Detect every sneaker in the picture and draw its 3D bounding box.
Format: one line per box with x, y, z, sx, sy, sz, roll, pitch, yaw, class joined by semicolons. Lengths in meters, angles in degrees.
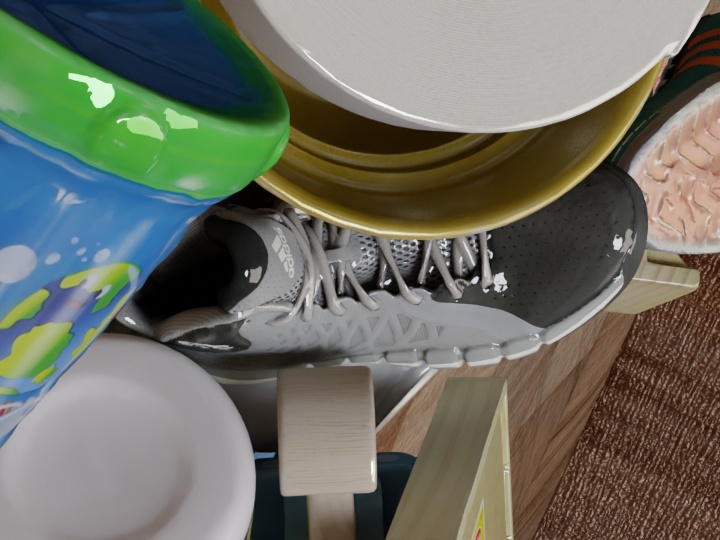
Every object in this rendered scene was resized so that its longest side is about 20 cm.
0.000;0.000;0.725;0.115;0.199;0.076;20;56;-68;sneaker
0.152;-0.063;0.828;0.199;0.080;0.072;-29;115;-36;sneaker

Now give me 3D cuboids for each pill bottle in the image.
-0.101;0.118;0.783;0.113;0.112;0.200;-55;169;-29;pill bottle

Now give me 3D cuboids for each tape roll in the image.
0.036;-0.144;0.648;0.204;0.202;0.037;-61;-158;-7;tape roll

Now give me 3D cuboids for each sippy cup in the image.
-0.106;-0.021;0.487;0.177;0.140;0.131;24;109;-34;sippy cup

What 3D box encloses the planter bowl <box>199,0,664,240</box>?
0.007;-0.111;0.709;0.201;0.200;0.083;-61;-162;-10;planter bowl

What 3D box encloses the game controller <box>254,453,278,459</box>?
-0.073;0.111;1.046;0.200;0.042;0.105;-40;154;-59;game controller

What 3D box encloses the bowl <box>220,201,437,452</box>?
-0.001;0.017;0.905;0.201;0.090;0.201;-46;174;-6;bowl

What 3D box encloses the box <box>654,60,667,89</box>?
0.169;-0.166;1.326;0.103;0.094;0.201;-45;158;-55;box

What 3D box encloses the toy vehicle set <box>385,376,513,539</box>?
0.037;0.136;0.796;0.200;0.026;0.125;-60;148;-69;toy vehicle set

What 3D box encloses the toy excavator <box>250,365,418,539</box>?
-0.009;0.120;0.818;0.200;0.099;0.196;-107;-165;-79;toy excavator

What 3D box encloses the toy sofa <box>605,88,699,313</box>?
0.098;-0.084;0.906;0.083;0.097;0.202;146;-51;-74;toy sofa

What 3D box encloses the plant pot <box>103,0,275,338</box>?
-0.060;-0.053;0.806;0.201;0.027;0.200;-57;165;-24;plant pot
